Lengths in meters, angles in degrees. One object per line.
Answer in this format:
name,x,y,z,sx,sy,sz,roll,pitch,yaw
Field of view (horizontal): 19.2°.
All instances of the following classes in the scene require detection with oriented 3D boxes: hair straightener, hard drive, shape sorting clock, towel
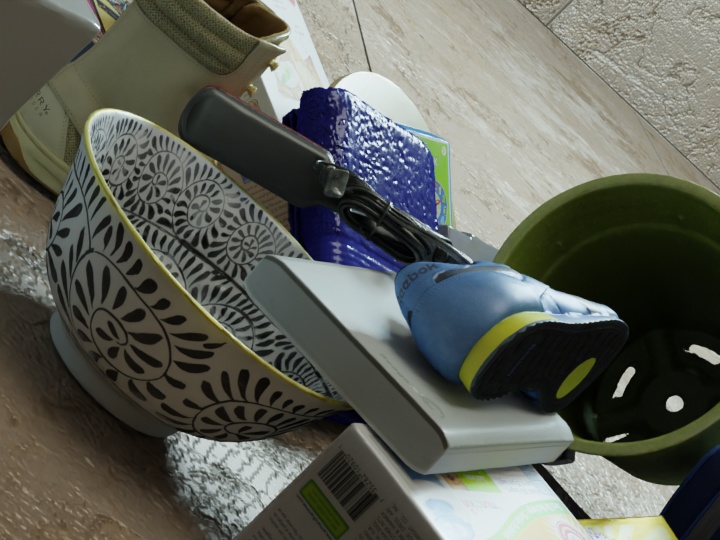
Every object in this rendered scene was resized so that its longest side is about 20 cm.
hair straightener,-0.012,-0.034,1.145,0.200,0.041,0.077,36,5,-2
hard drive,0.030,0.049,1.091,0.132,0.026,0.200,46,13,18
shape sorting clock,0.014,-0.035,1.425,0.200,0.039,0.200,15,73,-59
towel,0.000,0.000,1.307,0.148,0.050,0.200,30,55,-56

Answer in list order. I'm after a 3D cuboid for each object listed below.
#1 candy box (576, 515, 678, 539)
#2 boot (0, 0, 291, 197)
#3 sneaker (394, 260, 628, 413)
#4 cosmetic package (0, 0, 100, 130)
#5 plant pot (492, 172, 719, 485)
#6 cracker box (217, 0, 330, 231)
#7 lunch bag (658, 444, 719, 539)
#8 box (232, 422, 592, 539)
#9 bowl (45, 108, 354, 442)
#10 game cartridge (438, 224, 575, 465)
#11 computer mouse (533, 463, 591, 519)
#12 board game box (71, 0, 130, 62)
candy box,0.149,0.191,1.232,0.200,0.026,0.102,7,44,-55
boot,-0.088,-0.081,1.234,0.200,0.155,0.073,36,18,-34
sneaker,0.079,0.026,1.104,0.078,0.066,0.200,43,12,23
cosmetic package,-0.253,-0.137,0.900,0.200,0.165,0.165,25,31,-54
plant pot,0.200,0.064,1.464,0.200,0.200,0.190,55,1,31
cracker box,-0.062,-0.110,1.454,0.200,0.058,0.134,67,19,6
lunch bag,0.269,0.189,1.436,0.136,0.200,0.132,-14,56,-34
box,0.038,0.154,1.066,0.113,0.101,0.200,51,16,22
bowl,-0.093,0.022,1.071,0.201,0.094,0.201,42,15,-14
game cartridge,0.095,0.053,1.475,0.200,0.038,0.130,28,56,-53
computer mouse,0.114,0.166,1.329,0.200,0.053,0.138,49,10,6
board game box,-0.187,-0.166,1.421,0.200,0.035,0.135,45,15,-5
